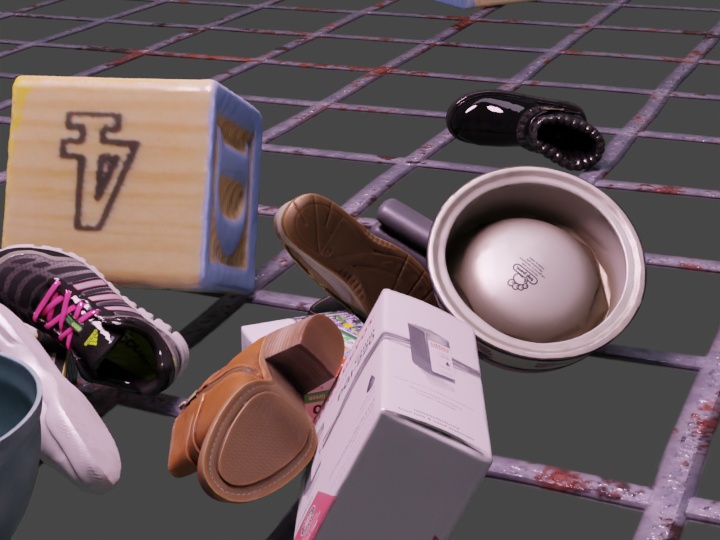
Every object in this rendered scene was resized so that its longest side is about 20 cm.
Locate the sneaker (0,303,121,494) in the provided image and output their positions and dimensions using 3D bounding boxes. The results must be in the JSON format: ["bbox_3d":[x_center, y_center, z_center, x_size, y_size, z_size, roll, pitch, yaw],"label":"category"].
[{"bbox_3d":[-0.270,0.119,1.056,0.088,0.075,0.200,-43,62,-2],"label":"sneaker"}]

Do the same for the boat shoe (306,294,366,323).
[{"bbox_3d":[0.023,0.012,1.324,0.073,0.065,0.200,21,31,40],"label":"boat shoe"}]

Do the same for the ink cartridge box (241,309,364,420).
[{"bbox_3d":[-0.022,0.096,1.135,0.109,0.050,0.200,-9,22,-20],"label":"ink cartridge box"}]

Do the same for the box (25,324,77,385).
[{"bbox_3d":[-0.339,0.083,1.194,0.159,0.049,0.200,-5,22,-5],"label":"box"}]

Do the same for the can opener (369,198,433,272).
[{"bbox_3d":[0.091,0.006,1.269,0.200,0.053,0.067,32,42,12],"label":"can opener"}]

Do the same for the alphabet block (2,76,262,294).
[{"bbox_3d":[-0.219,-0.080,1.304,0.199,0.197,0.195,3,-4,10],"label":"alphabet block"}]

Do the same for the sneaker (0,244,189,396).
[{"bbox_3d":[-0.235,0.046,1.136,0.200,0.074,0.087,35,8,-15],"label":"sneaker"}]

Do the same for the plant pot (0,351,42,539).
[{"bbox_3d":[-0.313,0.151,0.900,0.200,0.135,0.200,-1,22,0],"label":"plant pot"}]

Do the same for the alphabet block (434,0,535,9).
[{"bbox_3d":[0.270,-0.696,2.925,0.200,0.196,0.196,-12,26,-27],"label":"alphabet block"}]

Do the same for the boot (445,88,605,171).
[{"bbox_3d":[0.224,-0.194,1.815,0.211,0.080,0.158,0,22,2],"label":"boot"}]

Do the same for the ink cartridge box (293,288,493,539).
[{"bbox_3d":[0.020,0.122,0.921,0.085,0.146,0.200,25,20,-7],"label":"ink cartridge box"}]

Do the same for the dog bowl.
[{"bbox_3d":[0.156,0.006,1.210,0.200,0.074,0.201,2,62,-4],"label":"dog bowl"}]

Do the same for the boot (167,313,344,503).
[{"bbox_3d":[-0.100,0.125,0.988,0.155,0.074,0.200,-32,12,36],"label":"boot"}]

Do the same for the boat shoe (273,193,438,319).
[{"bbox_3d":[0.000,0.000,1.241,0.074,0.200,0.066,-50,18,-14],"label":"boat shoe"}]
